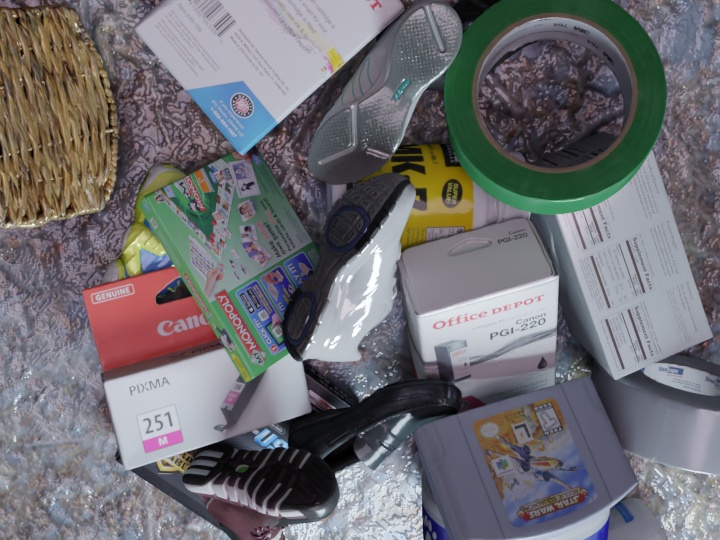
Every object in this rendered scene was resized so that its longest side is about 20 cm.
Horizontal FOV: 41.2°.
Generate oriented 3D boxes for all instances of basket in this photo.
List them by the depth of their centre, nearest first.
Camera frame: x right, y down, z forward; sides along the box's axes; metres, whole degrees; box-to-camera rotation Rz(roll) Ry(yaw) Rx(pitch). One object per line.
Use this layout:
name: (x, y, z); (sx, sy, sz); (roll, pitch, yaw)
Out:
basket: (-0.329, -0.153, 0.937); (0.141, 0.148, 0.204); (-17, 107, -36)

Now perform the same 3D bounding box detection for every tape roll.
tape roll: (0.175, -0.155, 0.876); (0.196, 0.048, 0.204); (-1, 79, 7)
tape roll: (0.338, 0.143, 1.006); (0.197, 0.200, 0.067); (8, 101, -8)

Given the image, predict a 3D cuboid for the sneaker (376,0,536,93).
sneaker: (0.109, -0.226, 0.969); (0.197, 0.076, 0.092); (-15, 131, -11)

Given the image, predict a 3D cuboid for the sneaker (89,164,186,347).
sneaker: (-0.202, 0.000, 0.979); (0.104, 0.076, 0.203); (22, 99, -11)

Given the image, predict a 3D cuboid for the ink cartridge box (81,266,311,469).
ink cartridge box: (-0.160, 0.082, 0.954); (0.197, 0.043, 0.177); (-15, 104, -17)

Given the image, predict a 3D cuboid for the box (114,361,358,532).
box: (-0.129, 0.174, 1.042); (0.199, 0.050, 0.199); (38, 97, -13)

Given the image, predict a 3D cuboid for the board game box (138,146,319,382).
board game box: (-0.110, -0.012, 0.946); (0.134, 0.029, 0.202); (-31, 89, -30)

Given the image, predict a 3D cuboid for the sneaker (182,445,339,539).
sneaker: (-0.084, 0.242, 0.970); (0.076, 0.198, 0.117); (-46, 125, -37)

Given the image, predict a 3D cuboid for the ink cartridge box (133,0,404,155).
ink cartridge box: (-0.084, -0.236, 0.900); (0.199, 0.146, 0.147); (-40, 104, 3)

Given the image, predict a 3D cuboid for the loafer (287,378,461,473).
loafer: (0.014, 0.165, 0.963); (0.198, 0.071, 0.068); (-23, 143, 23)

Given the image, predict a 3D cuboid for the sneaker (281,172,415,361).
sneaker: (0.000, 0.000, 0.905); (0.086, 0.075, 0.202); (16, 113, -36)

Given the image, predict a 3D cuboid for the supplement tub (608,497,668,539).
supplement tub: (0.254, 0.356, 1.082); (0.197, 0.132, 0.134); (-25, 104, 1)

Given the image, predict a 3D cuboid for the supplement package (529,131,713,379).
supplement package: (0.253, -0.022, 0.981); (0.109, 0.156, 0.203); (-22, 104, 2)

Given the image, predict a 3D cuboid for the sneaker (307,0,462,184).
sneaker: (0.022, -0.164, 0.882); (0.070, 0.081, 0.201); (33, 112, -18)

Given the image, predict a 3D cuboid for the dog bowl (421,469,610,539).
dog bowl: (0.162, 0.256, 1.013); (0.196, 0.200, 0.080); (-3, 105, -5)

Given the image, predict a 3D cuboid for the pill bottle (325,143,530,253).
pill bottle: (0.065, -0.070, 0.972); (0.196, 0.114, 0.116); (-2, 103, -6)

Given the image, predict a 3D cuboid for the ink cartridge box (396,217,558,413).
ink cartridge box: (0.121, 0.056, 0.973); (0.143, 0.086, 0.202); (-15, 138, -3)

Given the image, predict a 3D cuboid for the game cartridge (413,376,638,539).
game cartridge: (0.162, 0.188, 0.918); (0.197, 0.042, 0.135); (-13, 61, -18)
